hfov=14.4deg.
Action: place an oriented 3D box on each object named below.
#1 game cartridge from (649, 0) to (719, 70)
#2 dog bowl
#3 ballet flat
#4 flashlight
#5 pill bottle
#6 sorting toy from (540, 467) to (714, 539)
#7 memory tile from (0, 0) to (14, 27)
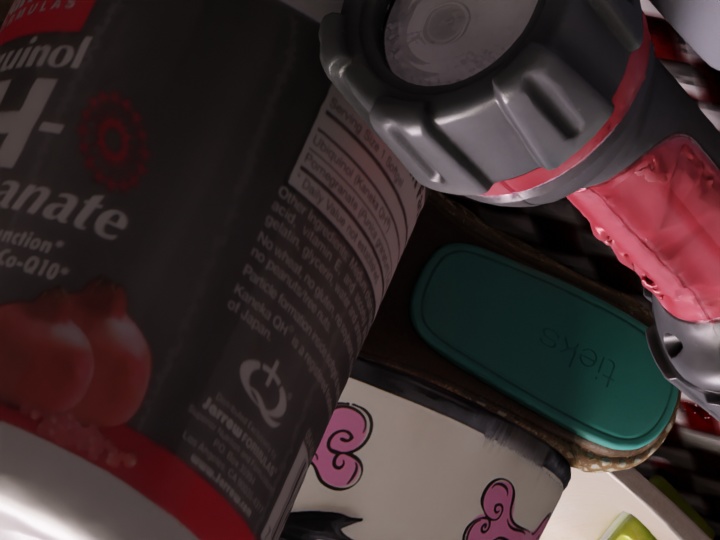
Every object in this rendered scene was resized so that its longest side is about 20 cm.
[{"bbox_3d":[0.090,-0.107,0.564,0.132,0.041,0.200,5,148,28],"label":"game cartridge"},{"bbox_3d":[-0.044,0.064,0.811,0.199,0.074,0.200,16,169,3],"label":"dog bowl"},{"bbox_3d":[0.000,0.000,0.815,0.200,0.071,0.065,35,162,-15],"label":"ballet flat"},{"bbox_3d":[0.065,-0.016,0.676,0.068,0.068,0.200,45,-179,41],"label":"flashlight"},{"bbox_3d":[-0.046,-0.013,0.669,0.110,0.201,0.111,19,154,10],"label":"pill bottle"},{"bbox_3d":[0.037,0.107,0.941,0.200,0.107,0.180,-34,107,25],"label":"sorting toy"},{"bbox_3d":[-0.154,-0.072,0.788,0.152,0.017,0.201,7,133,20],"label":"memory tile"}]
